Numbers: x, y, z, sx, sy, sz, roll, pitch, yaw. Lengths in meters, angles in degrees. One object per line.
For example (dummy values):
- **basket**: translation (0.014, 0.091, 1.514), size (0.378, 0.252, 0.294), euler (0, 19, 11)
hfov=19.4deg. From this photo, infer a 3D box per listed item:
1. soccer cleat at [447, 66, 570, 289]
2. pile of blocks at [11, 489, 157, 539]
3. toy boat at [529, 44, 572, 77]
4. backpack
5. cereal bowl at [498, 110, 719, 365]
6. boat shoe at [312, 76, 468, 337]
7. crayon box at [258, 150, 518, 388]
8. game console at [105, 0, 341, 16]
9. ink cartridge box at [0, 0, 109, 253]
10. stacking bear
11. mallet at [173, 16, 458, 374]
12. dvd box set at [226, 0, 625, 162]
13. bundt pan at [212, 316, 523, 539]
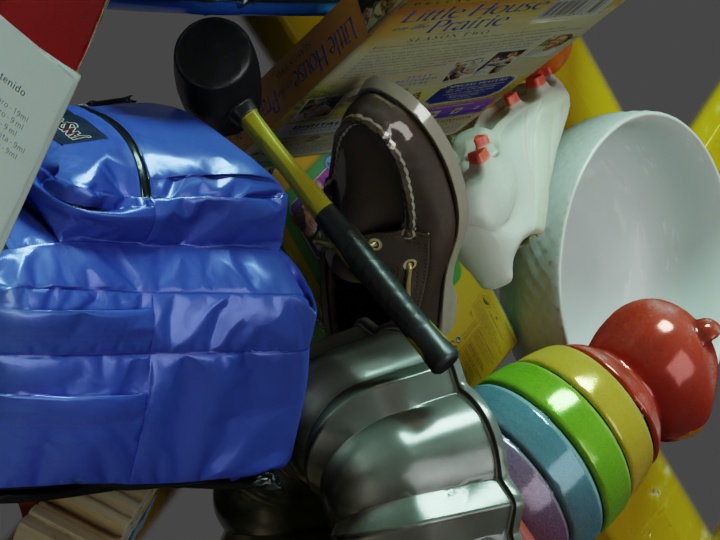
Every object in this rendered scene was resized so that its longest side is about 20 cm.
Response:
- **soccer cleat**: translation (0.080, -0.056, 1.204), size (0.078, 0.069, 0.200), euler (69, 24, -17)
- **pile of blocks**: translation (-0.151, 0.136, 1.043), size (0.062, 0.082, 0.201), euler (26, 53, 4)
- **toy boat**: translation (0.109, -0.175, 1.267), size (0.200, 0.130, 0.131), euler (-32, 142, -39)
- **backpack**: translation (-0.143, 0.010, 0.963), size (0.199, 0.162, 0.169), euler (-5, 110, -34)
- **cereal bowl**: translation (0.148, 0.001, 1.306), size (0.199, 0.083, 0.202), euler (-1, 91, -49)
- **boat shoe**: translation (0.009, -0.013, 1.058), size (0.059, 0.072, 0.201), euler (-42, 153, -25)
- **crayon box**: translation (0.000, 0.000, 1.182), size (0.119, 0.058, 0.201), euler (-47, 121, -34)
- **game console**: translation (-0.059, -0.189, 1.054), size (0.199, 0.170, 0.119), euler (-7, 102, -44)
- **ink cartridge box**: translation (-0.216, -0.060, 0.869), size (0.084, 0.199, 0.176), euler (37, 65, -37)
- **stacking bear**: translation (0.119, 0.092, 1.167), size (0.200, 0.121, 0.114), euler (-37, 95, -24)
- **mallet**: translation (-0.021, -0.030, 0.999), size (0.041, 0.066, 0.200), euler (-36, 83, -10)
- **dvd box set**: translation (0.033, -0.109, 1.044), size (0.146, 0.200, 0.030), euler (-11, 76, -31)
- **bundt pan**: translation (-0.008, 0.126, 1.030), size (0.075, 0.201, 0.203), euler (-7, 95, -33)
